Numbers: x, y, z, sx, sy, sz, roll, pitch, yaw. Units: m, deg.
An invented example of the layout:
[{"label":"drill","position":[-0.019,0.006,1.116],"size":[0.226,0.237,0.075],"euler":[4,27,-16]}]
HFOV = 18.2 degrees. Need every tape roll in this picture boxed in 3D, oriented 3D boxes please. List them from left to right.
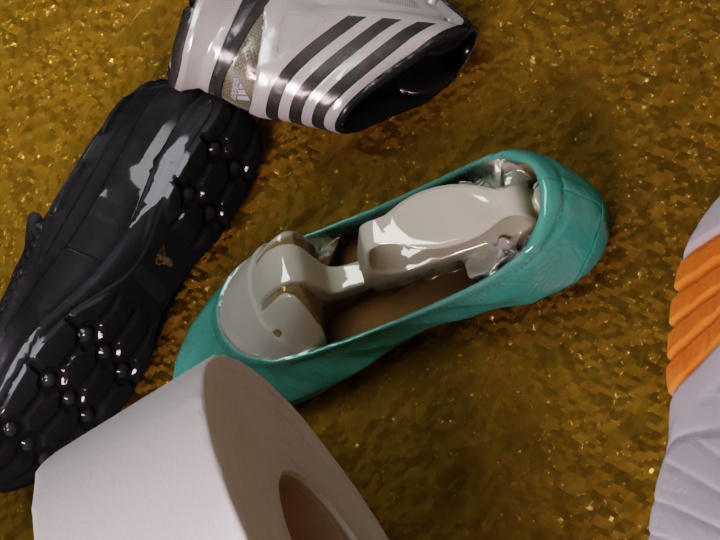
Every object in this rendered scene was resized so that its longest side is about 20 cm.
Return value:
[{"label":"tape roll","position":[-0.027,0.132,0.771],"size":[0.071,0.202,0.203],"euler":[-31,56,8]}]

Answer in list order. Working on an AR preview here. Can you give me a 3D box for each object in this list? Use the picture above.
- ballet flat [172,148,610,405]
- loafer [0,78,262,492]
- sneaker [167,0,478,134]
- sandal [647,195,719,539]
[{"label":"ballet flat","position":[0.000,0.000,0.904],"size":[0.199,0.070,0.068],"euler":[-22,58,15]},{"label":"loafer","position":[-0.116,0.003,0.964],"size":[0.070,0.068,0.201],"euler":[17,68,39]},{"label":"sneaker","position":[0.004,-0.134,0.986],"size":[0.115,0.076,0.201],"euler":[24,57,2]},{"label":"sandal","position":[0.151,0.044,0.814],"size":[0.079,0.059,0.207],"euler":[-23,41,48]}]
